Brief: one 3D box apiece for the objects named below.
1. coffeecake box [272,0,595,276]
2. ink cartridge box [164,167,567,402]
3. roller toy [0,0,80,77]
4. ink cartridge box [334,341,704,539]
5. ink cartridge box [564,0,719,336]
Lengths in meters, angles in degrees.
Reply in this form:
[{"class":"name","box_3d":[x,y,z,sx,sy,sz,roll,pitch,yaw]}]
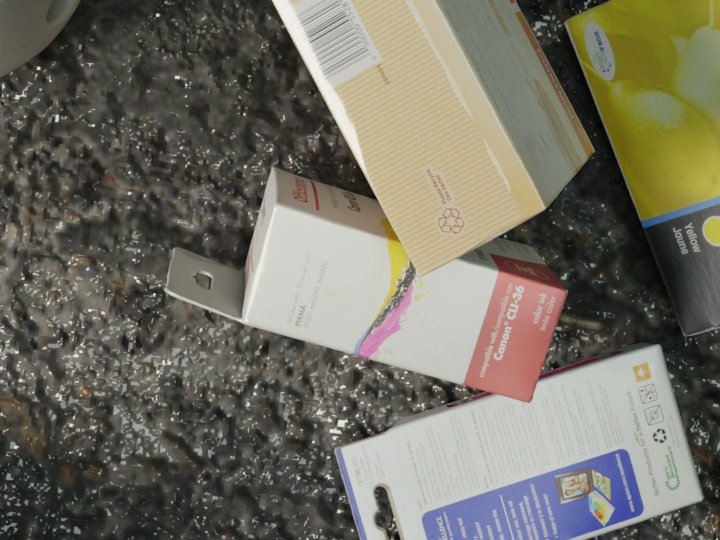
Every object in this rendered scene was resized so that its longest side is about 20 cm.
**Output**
[{"class":"coffeecake box","box_3d":[0.045,-0.099,0.870,0.073,0.200,0.154,-28,93,18]},{"class":"ink cartridge box","box_3d":[0.000,0.000,0.905,0.199,0.117,0.068,16,101,-8]},{"class":"roller toy","box_3d":[-0.233,-0.188,0.869,0.199,0.140,0.183,-33,83,-4]},{"class":"ink cartridge box","box_3d":[0.090,0.115,0.963,0.199,0.037,0.095,-17,93,-10]},{"class":"ink cartridge box","box_3d":[0.232,-0.081,0.916,0.047,0.199,0.199,-23,92,-49]}]
